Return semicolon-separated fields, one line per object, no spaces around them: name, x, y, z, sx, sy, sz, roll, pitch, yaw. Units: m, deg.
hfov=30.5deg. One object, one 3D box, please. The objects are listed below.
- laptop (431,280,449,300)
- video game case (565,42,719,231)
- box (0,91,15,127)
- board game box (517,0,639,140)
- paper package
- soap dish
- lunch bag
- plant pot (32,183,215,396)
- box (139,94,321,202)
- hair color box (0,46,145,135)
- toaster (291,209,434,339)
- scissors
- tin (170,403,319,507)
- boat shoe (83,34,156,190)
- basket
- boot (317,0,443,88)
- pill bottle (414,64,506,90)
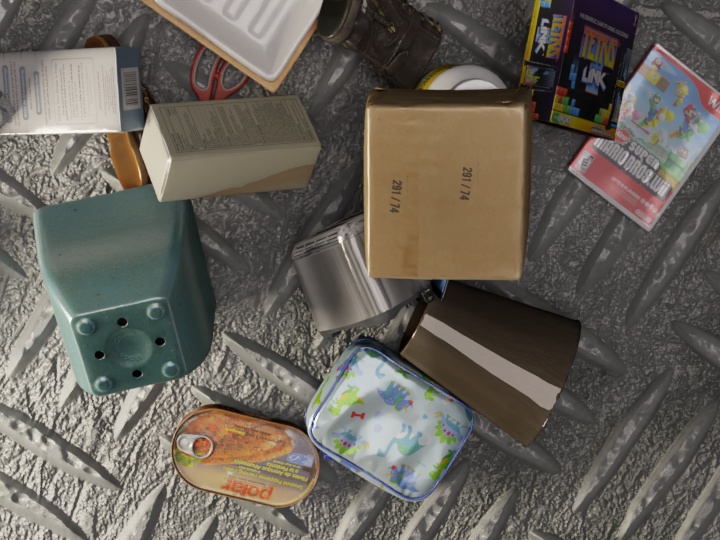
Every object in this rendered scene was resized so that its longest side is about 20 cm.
laptop;0.070;-0.087;1.638;0.103;0.177;0.201;-36;101;0
video game case;0.382;-0.174;1.736;0.142;0.017;0.201;35;94;-9
box;-0.535;-0.169;1.564;0.200;0.115;0.133;-41;83;15
board game box;0.269;-0.255;1.625;0.056;0.199;0.168;15;98;32
paper package;0.097;-0.100;1.481;0.187;0.104;0.203;1;109;9
soap dish;-0.146;-0.341;1.627;0.199;0.081;0.158;33;94;-9
lunch bag;0.034;0.196;1.726;0.198;0.082;0.162;31;94;-9
plant pot;-0.279;0.039;1.583;0.193;0.201;0.198;-12;123;-3
box;-0.159;-0.150;1.605;0.197;0.096;0.078;-6;144;-26
hair color box;-0.362;-0.216;1.595;0.197;0.061;0.101;1;100;21
toaster;0.000;0.000;1.643;0.113;0.199;0.131;-30;97;-33
scissors;-0.201;-0.189;1.681;0.072;0.014;0.203;20;97;-11
tin;-0.151;0.244;1.739;0.197;0.042;0.114;15;93;-8
boat shoe;-0.287;-0.196;1.647;0.070;0.070;0.203;-22;101;-42
basket;0.160;0.102;1.700;0.198;0.136;0.182;26;71;-4
boot;0.042;-0.330;1.633;0.173;0.069;0.202;23;94;-43
pill bottle;0.125;-0.195;1.615;0.110;0.200;0.114;-1;99;-6
